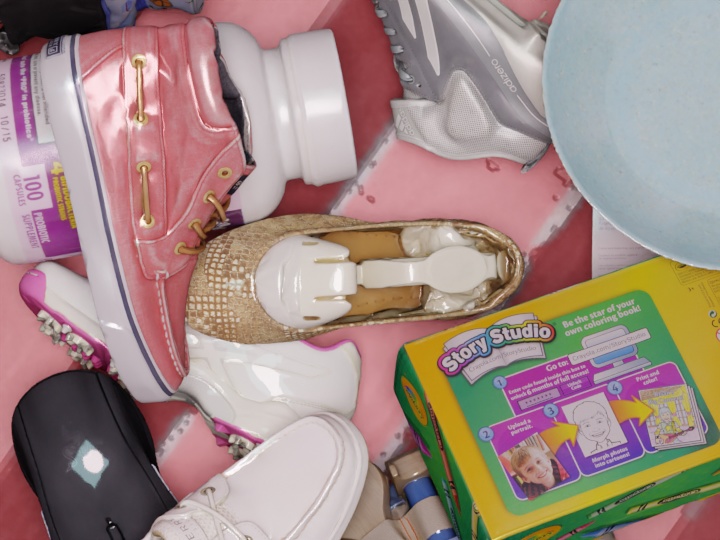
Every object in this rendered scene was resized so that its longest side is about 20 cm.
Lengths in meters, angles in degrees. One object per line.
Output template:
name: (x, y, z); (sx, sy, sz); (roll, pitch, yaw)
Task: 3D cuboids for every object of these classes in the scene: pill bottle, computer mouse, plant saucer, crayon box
pill bottle: (-0.106, -0.073, 1.233); (0.200, 0.112, 0.112); (-11, 90, -1)
computer mouse: (-0.102, 0.141, 1.243); (0.140, 0.046, 0.200); (-17, 107, -3)
plant saucer: (0.194, -0.094, 1.215); (0.201, 0.039, 0.201); (1, 77, -3)
crayon box: (0.131, 0.068, 1.190); (0.200, 0.058, 0.119); (-18, 64, -11)

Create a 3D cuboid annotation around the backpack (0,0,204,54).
backpack: (-0.144, -0.224, 1.201); (0.154, 0.200, 0.191); (-1, 83, -6)

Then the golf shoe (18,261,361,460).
golf shoe: (-0.091, 0.038, 1.261); (0.200, 0.075, 0.092); (30, 77, -7)

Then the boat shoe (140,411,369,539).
boat shoe: (-0.078, 0.149, 1.183); (0.200, 0.069, 0.071); (-48, 56, 1)

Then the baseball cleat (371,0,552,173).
baseball cleat: (0.029, -0.132, 1.259); (0.200, 0.070, 0.106); (40, 106, 9)

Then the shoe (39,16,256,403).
shoe: (-0.094, -0.029, 1.153); (0.091, 0.071, 0.200); (-10, 111, 5)

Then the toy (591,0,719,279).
toy: (0.183, -0.072, 1.274); (0.115, 0.047, 0.200); (-1, 95, -5)

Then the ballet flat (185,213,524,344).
ballet flat: (0.000, 0.000, 1.227); (0.200, 0.065, 0.071); (-9, 91, -24)

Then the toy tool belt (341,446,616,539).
toy tool belt: (0.037, 0.146, 1.248); (0.200, 0.125, 0.123); (-17, 59, -5)
